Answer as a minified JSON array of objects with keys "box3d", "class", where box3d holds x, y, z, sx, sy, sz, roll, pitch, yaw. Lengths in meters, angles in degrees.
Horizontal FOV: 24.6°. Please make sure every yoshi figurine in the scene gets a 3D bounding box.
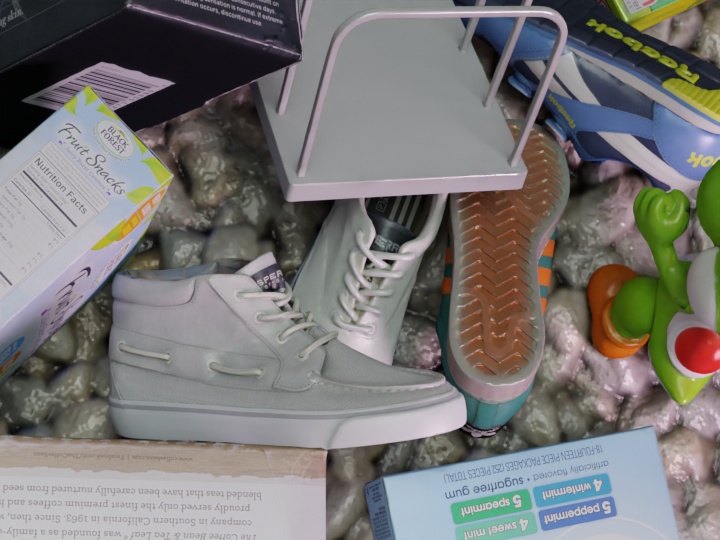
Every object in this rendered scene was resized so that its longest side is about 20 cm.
[{"box3d":[0.200,-0.006,0.917,0.112,0.200,0.113,-32,85,-18],"class":"yoshi figurine"}]

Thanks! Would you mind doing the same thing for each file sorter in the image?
[{"box3d":[0.012,-0.156,0.903,0.137,0.125,0.201,-3,49,-20],"class":"file sorter"}]

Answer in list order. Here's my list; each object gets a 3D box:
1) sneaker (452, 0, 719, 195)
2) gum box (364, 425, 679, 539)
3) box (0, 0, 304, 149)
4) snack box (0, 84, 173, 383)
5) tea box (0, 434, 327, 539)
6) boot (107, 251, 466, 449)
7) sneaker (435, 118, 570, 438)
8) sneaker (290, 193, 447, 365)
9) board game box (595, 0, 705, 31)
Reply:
[{"box3d":[0.132,-0.111,0.990,0.199,0.083,0.074,35,38,19],"class":"sneaker"},{"box3d":[0.104,0.202,0.924,0.168,0.045,0.203,-8,79,-16],"class":"gum box"},{"box3d":[-0.143,-0.185,0.862,0.123,0.199,0.199,10,69,-46],"class":"box"},{"box3d":[-0.193,0.017,0.828,0.068,0.169,0.200,44,71,0],"class":"snack box"},{"box3d":[-0.129,0.160,0.795,0.197,0.197,0.135,4,75,-14],"class":"tea box"},{"box3d":[-0.043,0.039,0.871,0.197,0.074,0.097,0,96,13],"class":"boot"},{"box3d":[0.076,0.003,0.959,0.070,0.080,0.202,12,53,0],"class":"sneaker"},{"box3d":[0.000,0.000,0.933,0.072,0.071,0.202,17,73,-9],"class":"sneaker"},{"box3d":[0.217,-0.229,1.058,0.198,0.048,0.102,-25,83,-18],"class":"board game box"}]
